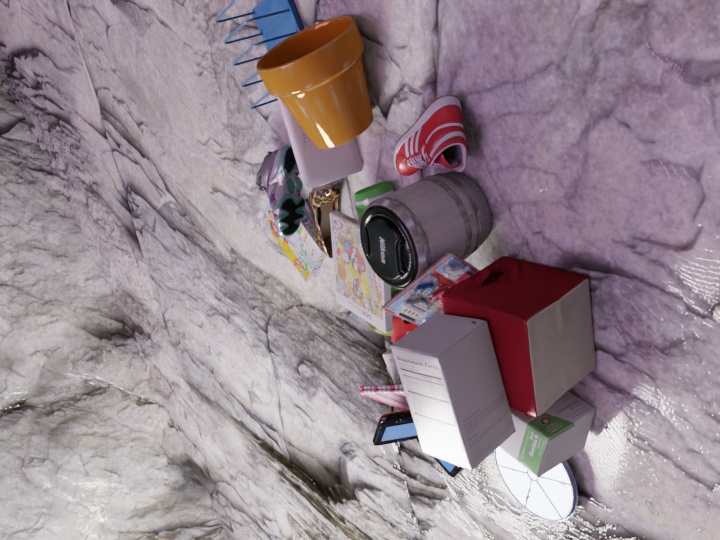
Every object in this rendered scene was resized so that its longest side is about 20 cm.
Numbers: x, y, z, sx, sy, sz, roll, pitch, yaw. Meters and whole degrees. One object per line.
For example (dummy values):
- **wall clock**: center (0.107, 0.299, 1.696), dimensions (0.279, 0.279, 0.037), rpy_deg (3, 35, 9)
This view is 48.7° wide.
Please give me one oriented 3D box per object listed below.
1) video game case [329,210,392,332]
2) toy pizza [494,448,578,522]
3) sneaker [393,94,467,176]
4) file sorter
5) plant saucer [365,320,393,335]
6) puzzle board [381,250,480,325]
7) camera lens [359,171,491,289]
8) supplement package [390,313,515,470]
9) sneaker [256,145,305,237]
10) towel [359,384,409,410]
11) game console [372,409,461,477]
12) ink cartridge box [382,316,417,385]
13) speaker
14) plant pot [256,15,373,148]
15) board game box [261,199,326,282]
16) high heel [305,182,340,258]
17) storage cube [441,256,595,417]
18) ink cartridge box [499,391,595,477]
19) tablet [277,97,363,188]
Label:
- **video game case**: center (0.000, 0.000, 1.574), dimensions (0.181, 0.023, 0.204), rpy_deg (29, 129, 50)
- **toy pizza**: center (0.336, 0.382, 1.512), dimensions (0.199, 0.031, 0.204), rpy_deg (33, 135, 40)
- **sneaker**: center (0.119, -0.195, 1.368), dimensions (0.200, 0.070, 0.114), rpy_deg (129, 138, -53)
- **file sorter**: center (-0.192, -0.451, 1.617), dimensions (0.138, 0.121, 0.203), rpy_deg (-13, 100, 55)
- **plant saucer**: center (0.013, 0.050, 1.679), dimensions (0.201, 0.031, 0.202), rpy_deg (90, 154, -64)
- **puzzle board**: center (0.141, 0.045, 1.369), dimensions (0.150, 0.199, 0.018), rpy_deg (-40, 58, 15)
- **camera lens**: center (0.109, -0.071, 1.376), dimensions (0.159, 0.198, 0.163), rpy_deg (32, 136, 39)
- **supplement package**: center (0.148, 0.188, 1.260), dimensions (0.116, 0.116, 0.204), rpy_deg (6, 119, 52)
- **sneaker**: center (-0.191, -0.175, 1.801), dimensions (0.139, 0.077, 0.205), rpy_deg (1, 86, 49)
- **towel**: center (0.107, 0.264, 1.670), dimensions (0.198, 0.145, 0.030), rpy_deg (-13, 59, 52)
- **game console**: center (0.123, 0.377, 1.694), dimensions (0.201, 0.169, 0.121), rpy_deg (100, 161, -62)
- **ink cartridge box**: center (0.117, 0.168, 1.666), dimensions (0.199, 0.044, 0.179), rpy_deg (-11, 103, 56)
- **speaker**: center (0.052, -0.067, 1.565), dimensions (0.088, 0.088, 0.204), rpy_deg (-2, 110, 54)
- **plant pot**: center (-0.066, -0.337, 1.472), dimensions (0.198, 0.200, 0.185), rpy_deg (12, 137, 50)
- **board game box**: center (-0.155, -0.091, 1.881), dimensions (0.201, 0.034, 0.135), rpy_deg (52, 145, 18)
- **high heel**: center (-0.063, -0.107, 1.699), dimensions (0.200, 0.070, 0.145), rpy_deg (155, 96, -73)
- **storage cube**: center (0.261, 0.101, 1.305), dimensions (0.178, 0.169, 0.204), rpy_deg (17, 125, 48)
- **ink cartridge box**: center (0.282, 0.246, 1.386), dimensions (0.199, 0.144, 0.089), rpy_deg (32, 125, 40)
- **tablet**: center (-0.079, -0.277, 1.577), dimensions (0.014, 0.128, 0.204), rpy_deg (-131, 23, -73)
